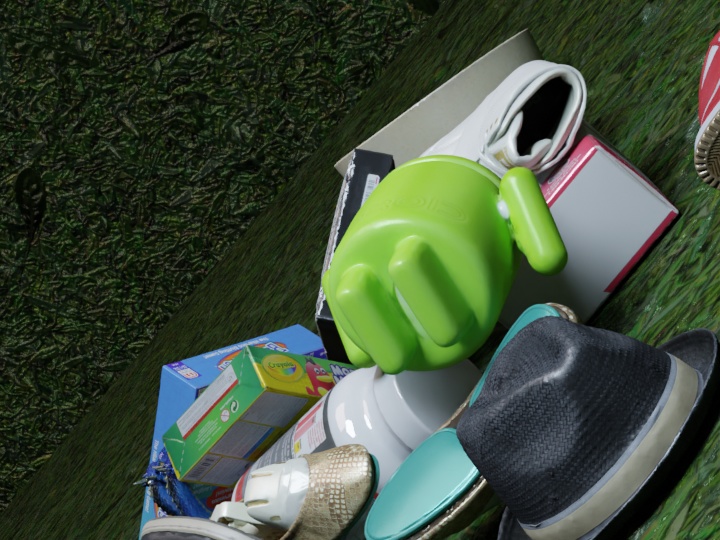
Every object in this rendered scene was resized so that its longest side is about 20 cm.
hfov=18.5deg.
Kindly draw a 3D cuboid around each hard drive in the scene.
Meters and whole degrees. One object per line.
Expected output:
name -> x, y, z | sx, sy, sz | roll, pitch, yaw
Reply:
hard drive -> 0.000, 0.000, 1.743 | 0.200, 0.038, 0.140 | 74, -153, -74

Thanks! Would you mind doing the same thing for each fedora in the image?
fedora -> 0.118, 0.087, 1.293 | 0.201, 0.092, 0.201 | -51, 9, 11

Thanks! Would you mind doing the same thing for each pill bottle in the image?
pill bottle -> 0.004, 0.141, 1.592 | 0.200, 0.116, 0.116 | -46, 11, 36

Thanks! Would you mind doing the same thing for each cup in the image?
cup -> 0.100, -0.089, 1.858 | 0.200, 0.143, 0.200 | -35, 0, 0

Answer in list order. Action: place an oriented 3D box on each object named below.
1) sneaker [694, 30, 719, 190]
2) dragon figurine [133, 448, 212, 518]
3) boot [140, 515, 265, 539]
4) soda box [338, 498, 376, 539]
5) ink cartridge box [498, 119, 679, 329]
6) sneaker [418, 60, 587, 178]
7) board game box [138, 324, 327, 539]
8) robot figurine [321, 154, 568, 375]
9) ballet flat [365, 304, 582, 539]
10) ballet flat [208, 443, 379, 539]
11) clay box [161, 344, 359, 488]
sneaker -> 0.289, -0.152, 1.456 | 0.200, 0.071, 0.112 | -50, 12, 26
dragon figurine -> -0.144, 0.232, 1.696 | 0.059, 0.099, 0.200 | 153, 137, -72
boot -> -0.084, 0.254, 1.434 | 0.151, 0.200, 0.073 | -62, -21, -23
soda box -> -0.037, 0.246, 1.540 | 0.200, 0.068, 0.063 | -46, 11, 30
ink cartridge box -> 0.147, -0.033, 1.656 | 0.145, 0.084, 0.200 | -51, 10, 9
sneaker -> 0.088, -0.075, 1.611 | 0.200, 0.074, 0.116 | -52, 6, 0
board game box -> -0.105, 0.156, 1.807 | 0.152, 0.045, 0.200 | -17, -53, -43
robot figurine -> 0.047, -0.008, 1.486 | 0.175, 0.116, 0.200 | -31, 13, 24
ballet flat -> 0.086, 0.114, 1.425 | 0.200, 0.065, 0.071 | -50, 39, 2
ballet flat -> -0.059, 0.168, 1.501 | 0.200, 0.065, 0.071 | -45, 34, 48
clay box -> -0.040, 0.122, 1.701 | 0.115, 0.200, 0.048 | -46, 52, 27
